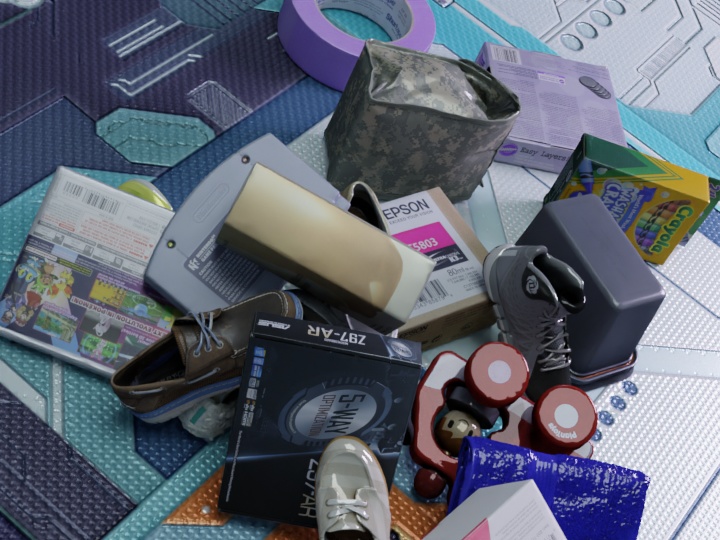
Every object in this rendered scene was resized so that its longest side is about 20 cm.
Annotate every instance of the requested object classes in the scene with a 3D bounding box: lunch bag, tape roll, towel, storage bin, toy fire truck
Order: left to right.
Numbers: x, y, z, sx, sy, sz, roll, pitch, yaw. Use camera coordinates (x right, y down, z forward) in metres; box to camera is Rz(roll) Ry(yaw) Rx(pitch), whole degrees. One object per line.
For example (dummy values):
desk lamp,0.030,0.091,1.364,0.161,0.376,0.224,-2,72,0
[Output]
tape roll,-0.005,-0.320,1.844,0.199,0.066,0.201,12,49,-14
lunch bag,0.075,-0.168,1.678,0.199,0.164,0.118,10,50,-16
toy fire truck,0.138,0.181,1.456,0.199,0.112,0.168,32,67,1
towel,0.180,0.252,1.387,0.199,0.050,0.149,12,92,-11
storage bin,0.262,0.015,1.625,0.145,0.135,0.201,-12,58,-31

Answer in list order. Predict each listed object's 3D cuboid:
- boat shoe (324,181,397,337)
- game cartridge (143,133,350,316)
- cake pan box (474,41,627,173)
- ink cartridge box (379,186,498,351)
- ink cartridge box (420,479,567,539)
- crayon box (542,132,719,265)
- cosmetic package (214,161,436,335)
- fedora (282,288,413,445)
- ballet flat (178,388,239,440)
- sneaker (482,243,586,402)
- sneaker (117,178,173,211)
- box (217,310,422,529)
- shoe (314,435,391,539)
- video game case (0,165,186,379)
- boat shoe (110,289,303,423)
boat shoe,0.000,0.000,1.468,0.074,0.069,0.201,-4,59,-15
game cartridge,-0.120,-0.036,1.431,0.133,0.041,0.200,42,73,-6
cake pan box,0.248,-0.211,1.871,0.199,0.052,0.185,9,47,-17
ink cartridge box,0.046,0.007,1.578,0.199,0.075,0.165,-19,62,-33
ink cartridge box,0.138,0.316,1.291,0.146,0.083,0.201,-34,97,-37
crayon box,0.341,-0.081,1.746,0.199,0.126,0.052,17,47,-9
cosmetic package,-0.036,-0.018,1.374,0.199,0.105,0.071,28,77,-4
fedora,-0.038,0.117,1.400,0.091,0.201,0.201,-39,71,-12
ballet flat,-0.112,0.094,1.441,0.072,0.072,0.200,32,45,5
sneaker,0.203,0.065,1.517,0.075,0.115,0.201,-25,99,-32
sneaker,-0.210,-0.001,1.489,0.105,0.076,0.200,-39,72,-23
box,-0.040,0.147,1.321,0.159,0.201,0.044,12,26,-5
shoe,-0.003,0.251,1.283,0.069,0.053,0.201,-5,92,-5
video game case,-0.247,0.013,1.426,0.199,0.023,0.183,22,75,-5
boat shoe,-0.147,0.077,1.338,0.072,0.200,0.072,43,16,-53
